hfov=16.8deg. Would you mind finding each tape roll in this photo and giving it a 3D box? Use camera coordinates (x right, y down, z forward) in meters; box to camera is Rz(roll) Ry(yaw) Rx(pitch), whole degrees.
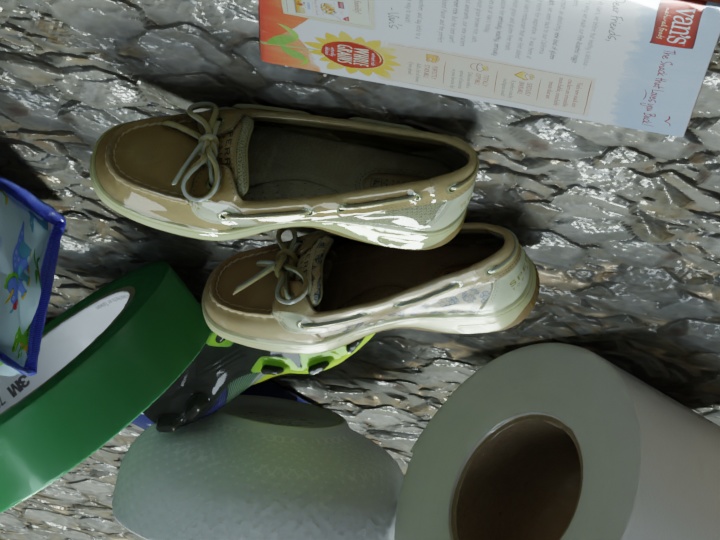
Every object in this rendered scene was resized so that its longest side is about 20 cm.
[{"bbox_3d":[0.140,0.163,1.543,0.202,0.203,0.139,-11,149,44],"label":"tape roll"},{"bbox_3d":[-0.183,0.074,1.490,0.048,0.200,0.200,52,145,-12],"label":"tape roll"}]

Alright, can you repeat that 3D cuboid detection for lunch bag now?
[{"bbox_3d":[-0.287,-0.020,1.397,0.169,0.128,0.200,4,167,19],"label":"lunch bag"}]

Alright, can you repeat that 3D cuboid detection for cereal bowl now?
[{"bbox_3d":[-0.060,0.133,1.611,0.199,0.084,0.200,9,-173,-1],"label":"cereal bowl"}]

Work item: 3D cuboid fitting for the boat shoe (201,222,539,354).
[{"bbox_3d":[0.000,0.000,1.394,0.199,0.074,0.063,-7,149,14],"label":"boat shoe"}]

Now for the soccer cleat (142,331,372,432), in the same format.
[{"bbox_3d":[-0.063,0.039,1.537,0.200,0.084,0.065,-26,107,33],"label":"soccer cleat"}]

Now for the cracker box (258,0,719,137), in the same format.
[{"bbox_3d":[0.057,-0.125,1.057,0.199,0.058,0.134,11,160,2],"label":"cracker box"}]

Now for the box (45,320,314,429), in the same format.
[{"bbox_3d":[-0.132,0.082,1.710,0.121,0.033,0.200,-10,152,42],"label":"box"}]

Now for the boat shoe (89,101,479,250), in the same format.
[{"bbox_3d":[-0.040,-0.055,1.268,0.200,0.073,0.063,9,152,-3],"label":"boat shoe"}]
